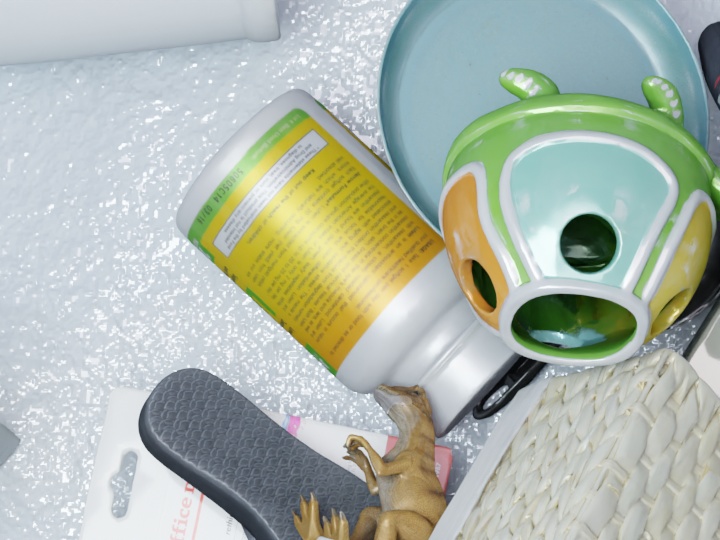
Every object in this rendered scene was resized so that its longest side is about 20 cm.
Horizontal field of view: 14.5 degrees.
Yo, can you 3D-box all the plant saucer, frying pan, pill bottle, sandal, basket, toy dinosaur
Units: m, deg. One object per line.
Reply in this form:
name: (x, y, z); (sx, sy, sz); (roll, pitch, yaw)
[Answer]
plant saucer: (0.103, -0.089, 1.628); (0.199, 0.027, 0.201); (3, 76, -14)
frying pan: (0.133, -0.001, 1.669); (0.190, 0.031, 0.115); (-25, 57, 12)
pill bottle: (0.000, 0.000, 1.634); (0.200, 0.111, 0.111); (43, 82, 7)
sandal: (-0.039, 0.133, 1.575); (0.200, 0.043, 0.076); (45, 59, 5)
basket: (0.129, 0.152, 1.510); (0.136, 0.123, 0.200); (47, 47, -16)
toy dinosaur: (0.026, 0.150, 1.531); (0.106, 0.060, 0.201); (2, 69, -26)

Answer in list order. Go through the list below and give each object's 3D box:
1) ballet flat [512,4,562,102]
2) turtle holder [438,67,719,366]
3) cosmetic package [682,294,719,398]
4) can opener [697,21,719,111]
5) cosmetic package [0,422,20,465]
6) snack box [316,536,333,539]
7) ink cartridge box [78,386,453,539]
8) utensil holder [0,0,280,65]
ballet flat: (0.106, -0.093, 1.677); (0.073, 0.073, 0.201); (-4, 77, -1)
turtle holder: (0.132, -0.013, 1.525); (0.185, 0.141, 0.132); (24, 46, -22)
cosmetic package: (0.239, 0.031, 1.635); (0.073, 0.104, 0.200); (33, 82, 5)
can opener: (0.224, -0.095, 1.623); (0.063, 0.200, 0.079); (36, 111, -24)
cosmetic package: (-0.266, 0.077, 1.572); (0.113, 0.200, 0.081); (39, 81, 6)
snack box: (0.028, 0.222, 1.470); (0.072, 0.200, 0.024); (15, 49, 37)
ink cartridge box: (-0.056, 0.142, 1.628); (0.199, 0.068, 0.117); (12, 79, 0)
utensil holder: (-0.154, -0.205, 1.648); (0.199, 0.170, 0.171); (-8, 79, 1)
